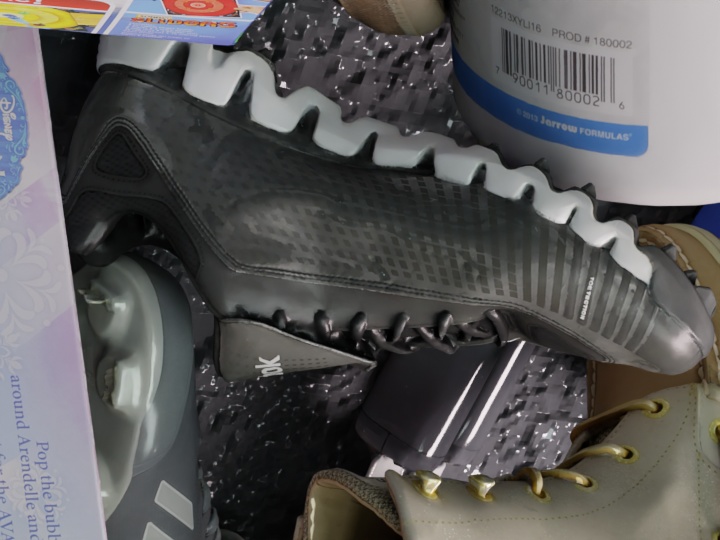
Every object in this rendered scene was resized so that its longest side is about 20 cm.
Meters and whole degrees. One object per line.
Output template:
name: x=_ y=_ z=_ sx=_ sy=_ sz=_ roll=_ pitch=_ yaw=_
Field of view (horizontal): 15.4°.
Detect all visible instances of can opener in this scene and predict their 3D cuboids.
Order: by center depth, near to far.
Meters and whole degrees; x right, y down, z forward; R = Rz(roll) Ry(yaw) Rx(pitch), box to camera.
can opener: x=0.037 y=0.054 z=0.870 sx=0.053 sy=0.067 sz=0.200 roll=-5 pitch=125 yaw=-63

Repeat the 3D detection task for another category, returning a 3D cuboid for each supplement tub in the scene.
supplement tub: x=0.087 y=-0.132 z=0.752 sx=0.132 sy=0.132 sz=0.201 roll=-14 pitch=123 yaw=-18

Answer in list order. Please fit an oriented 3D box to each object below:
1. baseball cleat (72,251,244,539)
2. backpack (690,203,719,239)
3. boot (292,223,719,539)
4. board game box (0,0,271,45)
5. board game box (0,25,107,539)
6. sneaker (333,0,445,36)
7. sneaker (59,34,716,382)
baseball cleat: x=-0.068 y=0.079 z=0.851 sx=0.106 sy=0.070 sz=0.201 roll=-7 pitch=126 yaw=-38
backpack: x=0.201 y=0.041 z=0.889 sx=0.200 sy=0.168 sz=0.163 roll=25 pitch=98 yaw=-33
boot: x=0.055 y=0.065 z=0.780 sx=0.154 sy=0.201 sz=0.072 roll=12 pitch=150 yaw=-30
board game box: x=-0.113 y=-0.093 z=0.651 sx=0.199 sy=0.135 sz=0.035 roll=4 pitch=81 yaw=-14
board game box: x=-0.170 y=0.026 z=0.688 sx=0.198 sy=0.201 sz=0.043 roll=1 pitch=156 yaw=-26
sneaker: x=-0.043 y=-0.135 z=0.740 sx=0.075 sy=0.071 sz=0.200 roll=-18 pitch=134 yaw=19
sneaker: x=0.000 y=0.000 z=0.758 sx=0.091 sy=0.199 sz=0.066 roll=-64 pitch=170 yaw=-10
